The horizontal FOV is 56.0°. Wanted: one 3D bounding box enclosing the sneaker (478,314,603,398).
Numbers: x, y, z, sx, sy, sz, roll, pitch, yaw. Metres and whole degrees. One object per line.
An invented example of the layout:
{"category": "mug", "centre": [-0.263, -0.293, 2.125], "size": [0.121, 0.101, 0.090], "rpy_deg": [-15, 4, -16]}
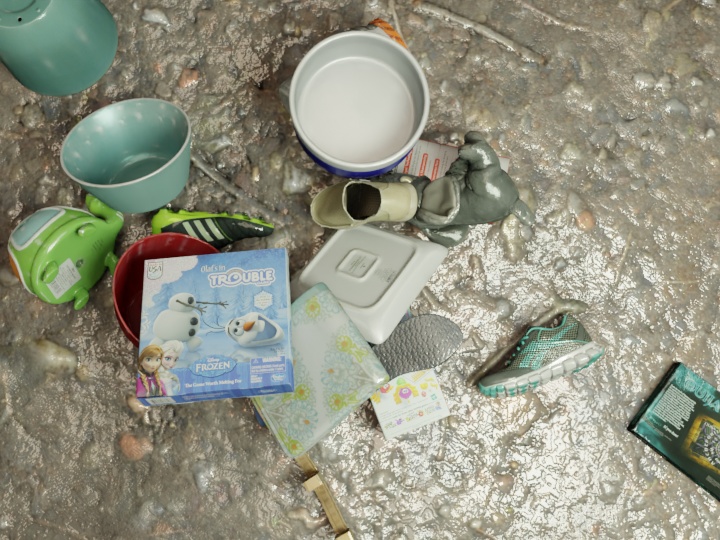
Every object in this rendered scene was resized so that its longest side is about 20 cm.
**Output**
{"category": "sneaker", "centre": [0.269, 0.133, 1.052], "size": [0.200, 0.078, 0.091], "rpy_deg": [-20, 65, -6]}

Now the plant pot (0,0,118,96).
{"category": "plant pot", "centre": [-0.521, -0.410, 1.098], "size": [0.200, 0.161, 0.201], "rpy_deg": [0, 80, 0]}

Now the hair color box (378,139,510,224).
{"category": "hair color box", "centre": [0.131, -0.148, 1.096], "size": [0.199, 0.061, 0.102], "rpy_deg": [13, 82, 2]}

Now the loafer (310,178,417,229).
{"category": "loafer", "centre": [-0.009, -0.103, 1.003], "size": [0.200, 0.068, 0.076], "rpy_deg": [-4, 83, 43]}

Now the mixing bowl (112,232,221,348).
{"category": "mixing bowl", "centre": [-0.286, 0.056, 1.024], "size": [0.200, 0.108, 0.201], "rpy_deg": [16, 57, -27]}

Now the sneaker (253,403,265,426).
{"category": "sneaker", "centre": [-0.122, 0.138, 1.046], "size": [0.078, 0.070, 0.201], "rpy_deg": [-2, 79, 8]}

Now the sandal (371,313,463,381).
{"category": "sandal", "centre": [0.050, 0.121, 0.960], "size": [0.200, 0.043, 0.076], "rpy_deg": [-28, 80, 8]}

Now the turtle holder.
{"category": "turtle holder", "centre": [-0.458, -0.047, 1.049], "size": [0.132, 0.141, 0.186], "rpy_deg": [27, 88, 21]}

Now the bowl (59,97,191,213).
{"category": "bowl", "centre": [-0.350, -0.168, 1.063], "size": [0.200, 0.105, 0.201], "rpy_deg": [-4, 52, 5]}

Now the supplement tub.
{"category": "supplement tub", "centre": [-0.022, -0.307, 1.094], "size": [0.200, 0.123, 0.123], "rpy_deg": [-41, 82, -5]}

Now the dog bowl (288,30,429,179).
{"category": "dog bowl", "centre": [-0.003, -0.238, 0.988], "size": [0.199, 0.079, 0.201], "rpy_deg": [0, 84, -3]}

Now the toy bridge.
{"category": "toy bridge", "centre": [-0.070, 0.316, 1.017], "size": [0.027, 0.067, 0.200], "rpy_deg": [-31, 80, -5]}

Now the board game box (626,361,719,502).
{"category": "board game box", "centre": [0.533, 0.255, 1.040], "size": [0.200, 0.028, 0.135], "rpy_deg": [39, 83, 7]}

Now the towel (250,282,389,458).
{"category": "towel", "centre": [-0.075, 0.142, 0.950], "size": [0.200, 0.048, 0.171], "rpy_deg": [-44, 70, 18]}

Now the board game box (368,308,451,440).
{"category": "board game box", "centre": [0.049, 0.140, 1.027], "size": [0.105, 0.103, 0.200], "rpy_deg": [-20, 81, -2]}

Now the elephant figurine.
{"category": "elephant figurine", "centre": [0.122, -0.102, 1.010], "size": [0.200, 0.155, 0.142], "rpy_deg": [-32, 117, 8]}

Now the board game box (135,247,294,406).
{"category": "board game box", "centre": [-0.193, 0.072, 0.913], "size": [0.199, 0.043, 0.199], "rpy_deg": [-6, 63, 0]}

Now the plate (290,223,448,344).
{"category": "plate", "centre": [0.000, 0.000, 1.013], "size": [0.200, 0.032, 0.200], "rpy_deg": [19, 55, 31]}

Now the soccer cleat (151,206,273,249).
{"category": "soccer cleat", "centre": [-0.238, -0.057, 1.090], "size": [0.199, 0.068, 0.081], "rpy_deg": [4, 93, 6]}
